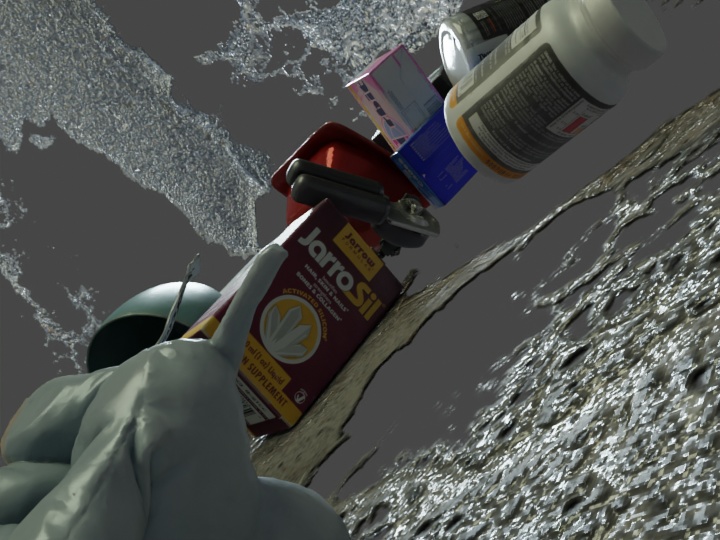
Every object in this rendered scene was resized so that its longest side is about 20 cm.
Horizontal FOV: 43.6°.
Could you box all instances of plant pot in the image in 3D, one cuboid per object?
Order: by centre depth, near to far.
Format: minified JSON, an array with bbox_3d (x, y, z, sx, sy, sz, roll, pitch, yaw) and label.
[{"bbox_3d":[-0.219,0.094,1.111,0.199,0.199,0.136,-39,19,32],"label":"plant pot"}]

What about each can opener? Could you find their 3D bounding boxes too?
[{"bbox_3d":[0.002,-0.063,0.996,0.067,0.197,0.054,-56,36,31],"label":"can opener"}]

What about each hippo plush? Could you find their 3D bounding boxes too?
[{"bbox_3d":[-0.085,0.122,0.429,0.158,0.161,0.202,-6,42,51],"label":"hippo plush"}]

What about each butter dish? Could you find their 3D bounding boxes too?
[{"bbox_3d":[-0.019,-0.073,1.237,0.199,0.197,0.150,-34,35,51],"label":"butter dish"}]

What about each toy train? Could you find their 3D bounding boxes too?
[{"bbox_3d":[0.000,0.000,1.165,0.199,0.034,0.046,-42,5,20],"label":"toy train"}]

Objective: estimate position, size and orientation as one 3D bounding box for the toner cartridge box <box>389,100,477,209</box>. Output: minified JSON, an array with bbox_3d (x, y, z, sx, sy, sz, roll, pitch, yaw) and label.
[{"bbox_3d":[0.140,-0.186,1.185,0.200,0.095,0.043,-45,7,-11],"label":"toner cartridge box"}]

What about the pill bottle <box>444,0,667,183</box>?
[{"bbox_3d":[0.181,-0.182,0.854,0.199,0.117,0.117,-37,10,38],"label":"pill bottle"}]

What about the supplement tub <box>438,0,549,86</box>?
[{"bbox_3d":[0.221,-0.333,1.286,0.197,0.125,0.122,-23,5,-9],"label":"supplement tub"}]

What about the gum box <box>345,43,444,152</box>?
[{"bbox_3d":[0.077,-0.204,1.251,0.066,0.201,0.113,-41,13,-12],"label":"gum box"}]

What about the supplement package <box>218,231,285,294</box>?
[{"bbox_3d":[-0.180,0.057,1.539,0.200,0.111,0.155,-47,9,-28],"label":"supplement package"}]

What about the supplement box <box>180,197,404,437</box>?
[{"bbox_3d":[-0.070,0.049,0.912,0.201,0.131,0.103,-49,11,-30],"label":"supplement box"}]

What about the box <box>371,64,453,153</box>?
[{"bbox_3d":[0.116,-0.226,1.431,0.148,0.125,0.200,-41,9,15],"label":"box"}]
